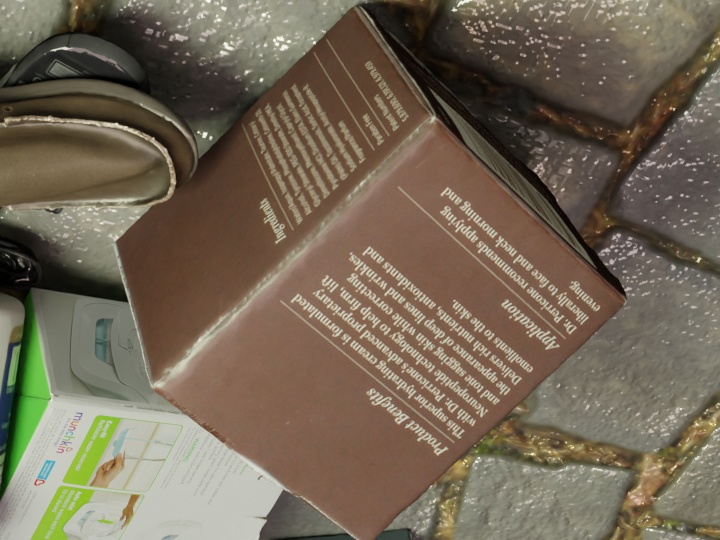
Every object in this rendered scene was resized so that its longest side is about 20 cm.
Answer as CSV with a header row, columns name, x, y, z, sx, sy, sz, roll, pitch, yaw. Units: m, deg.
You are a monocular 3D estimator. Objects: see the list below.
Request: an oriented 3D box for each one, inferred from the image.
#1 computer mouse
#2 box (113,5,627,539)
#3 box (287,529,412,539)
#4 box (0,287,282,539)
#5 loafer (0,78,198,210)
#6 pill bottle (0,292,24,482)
name,x,y,z,sx,sy,sz,roll,pitch,yaw
computer mouse,-0.209,-0.082,1.023,0.140,0.046,0.200,24,131,-18
box,0.000,0.000,0.991,0.200,0.164,0.166,-43,121,10
box,-0.006,0.308,1.299,0.107,0.149,0.200,-4,131,-1
box,-0.149,0.123,1.144,0.176,0.097,0.200,8,131,-28
loafer,-0.186,-0.054,0.966,0.199,0.071,0.073,2,134,1
pill bottle,-0.264,0.108,1.047,0.119,0.120,0.201,8,92,-11
